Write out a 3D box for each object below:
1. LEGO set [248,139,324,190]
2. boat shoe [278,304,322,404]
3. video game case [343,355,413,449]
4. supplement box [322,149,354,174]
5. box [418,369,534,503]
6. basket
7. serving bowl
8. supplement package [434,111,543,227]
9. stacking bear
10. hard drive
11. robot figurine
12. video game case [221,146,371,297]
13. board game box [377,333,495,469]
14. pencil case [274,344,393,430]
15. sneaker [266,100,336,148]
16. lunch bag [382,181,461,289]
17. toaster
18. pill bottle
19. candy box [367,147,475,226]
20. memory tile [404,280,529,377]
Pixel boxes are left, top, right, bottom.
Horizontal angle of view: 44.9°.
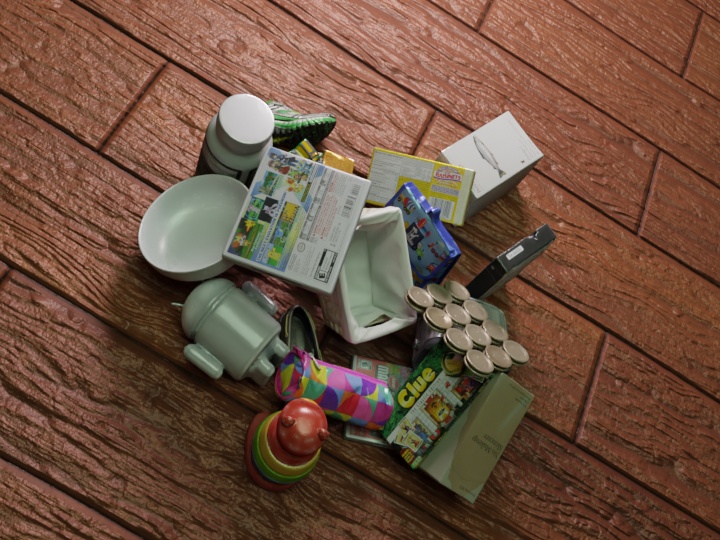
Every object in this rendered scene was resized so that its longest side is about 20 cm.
[{"bbox_3d":[-0.121,-0.113,1.482,0.116,0.200,0.154,48,46,-1],"label":"LEGO set"},{"bbox_3d":[-0.094,0.157,1.433,0.070,0.060,0.205,-2,67,-22],"label":"boat shoe"},{"bbox_3d":[0.071,0.233,1.483,0.195,0.017,0.146,14,61,-14],"label":"video game case"},{"bbox_3d":[-0.061,-0.112,1.571,0.067,0.067,0.204,15,62,-13],"label":"supplement box"},{"bbox_3d":[0.186,0.260,1.418,0.094,0.077,0.203,33,84,-30],"label":"box"},{"bbox_3d":[0.000,0.000,1.461,0.133,0.123,0.205,-16,106,-25],"label":"basket"},{"bbox_3d":[-0.256,-0.059,1.413,0.195,0.066,0.204,-8,52,10],"label":"serving bowl"},{"bbox_3d":[0.235,-0.197,1.691,0.198,0.118,0.118,-33,80,-29],"label":"supplement package"},{"bbox_3d":[-0.103,0.253,1.301,0.119,0.200,0.115,26,59,-6],"label":"stacking bear"},{"bbox_3d":[0.251,0.002,1.554,0.138,0.200,0.038,-31,80,-30],"label":"hard drive"},{"bbox_3d":[-0.205,0.093,1.390,0.199,0.113,0.170,41,57,3],"label":"robot figurine"},{"bbox_3d":[-0.096,-0.078,1.350,0.178,0.022,0.204,19,68,4],"label":"video game case"},{"bbox_3d":[0.115,0.208,1.404,0.105,0.023,0.201,42,98,26],"label":"board game box"},{"bbox_3d":[-0.040,0.188,1.371,0.197,0.088,0.090,25,56,-33],"label":"pencil case"},{"bbox_3d":[-0.137,-0.280,1.616,0.195,0.078,0.087,-3,66,-21],"label":"sneaker"},{"bbox_3d":[0.101,-0.055,1.524,0.093,0.201,0.152,-26,75,-29],"label":"lunch bag"},{"bbox_3d":[0.183,0.124,1.513,0.195,0.115,0.131,16,47,-11],"label":"toaster"},{"bbox_3d":[-0.212,-0.201,1.478,0.114,0.200,0.119,8,62,-17],"label":"pill bottle"},{"bbox_3d":[0.106,-0.154,1.604,0.196,0.026,0.105,15,91,16],"label":"candy box"},{"bbox_3d":[0.172,0.092,1.420,0.151,0.017,0.200,-8,47,-46],"label":"memory tile"}]
